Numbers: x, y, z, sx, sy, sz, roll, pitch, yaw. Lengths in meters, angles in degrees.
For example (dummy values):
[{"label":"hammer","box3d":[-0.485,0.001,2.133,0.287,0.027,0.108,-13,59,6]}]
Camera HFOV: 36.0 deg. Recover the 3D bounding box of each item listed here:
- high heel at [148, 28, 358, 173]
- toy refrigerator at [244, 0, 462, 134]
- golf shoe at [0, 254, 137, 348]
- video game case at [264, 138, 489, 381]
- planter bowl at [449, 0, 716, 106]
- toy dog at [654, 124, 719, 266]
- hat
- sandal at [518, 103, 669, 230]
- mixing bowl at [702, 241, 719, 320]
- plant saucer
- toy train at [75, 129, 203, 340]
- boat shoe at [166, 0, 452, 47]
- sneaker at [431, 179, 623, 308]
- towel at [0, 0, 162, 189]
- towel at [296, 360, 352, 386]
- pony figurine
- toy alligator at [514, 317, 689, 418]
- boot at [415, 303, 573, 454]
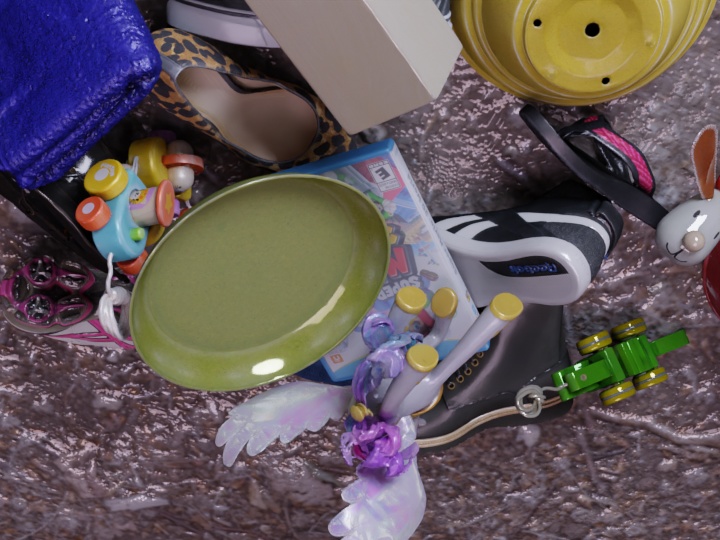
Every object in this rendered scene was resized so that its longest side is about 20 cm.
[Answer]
[{"label":"high heel","box3d":[-0.070,-0.105,0.788,0.200,0.143,0.071,29,98,-17]},{"label":"toy refrigerator","box3d":[-0.026,-0.189,0.687,0.076,0.070,0.200,-18,123,39]},{"label":"golf shoe","box3d":[-0.208,0.031,0.965,0.200,0.073,0.092,9,162,-12]},{"label":"video game case","box3d":[0.000,0.000,0.866,0.143,0.018,0.200,-14,124,23]},{"label":"planter bowl","box3d":[0.154,-0.180,0.757,0.200,0.084,0.201,2,129,2]},{"label":"toy dog","box3d":[0.299,-0.079,0.783,0.132,0.096,0.200,21,104,3]},{"label":"hat","box3d":[-0.234,-0.079,0.848,0.201,0.201,0.081,45,78,-28]},{"label":"sandal","box3d":[0.197,-0.081,0.848,0.200,0.075,0.045,29,111,-29]},{"label":"mixing bowl","box3d":[0.388,0.024,0.894,0.200,0.108,0.200,2,128,2]},{"label":"plant saucer","box3d":[-0.074,0.005,0.802,0.200,0.031,0.200,-18,137,-18]},{"label":"toy train","box3d":[-0.139,-0.030,0.841,0.056,0.200,0.150,-10,103,17]},{"label":"boat shoe","box3d":[-0.035,-0.196,0.773,0.200,0.072,0.071,1,114,-5]},{"label":"sneaker","box3d":[0.120,-0.025,0.894,0.200,0.112,0.073,7,127,43]},{"label":"towel","box3d":[-0.224,-0.171,0.732,0.148,0.050,0.200,-37,75,28]},{"label":"towel","box3d":[-0.029,0.017,0.934,0.112,0.049,0.200,7,132,17]},{"label":"pony figurine","box3d":[0.016,0.105,0.829,0.167,0.193,0.200,44,134,20]},{"label":"toy alligator","box3d":[0.200,0.090,0.957,0.200,0.059,0.054,-18,169,-28]},{"label":"boot","box3d":[0.088,0.076,0.970,0.200,0.077,0.138,-15,125,-11]}]
